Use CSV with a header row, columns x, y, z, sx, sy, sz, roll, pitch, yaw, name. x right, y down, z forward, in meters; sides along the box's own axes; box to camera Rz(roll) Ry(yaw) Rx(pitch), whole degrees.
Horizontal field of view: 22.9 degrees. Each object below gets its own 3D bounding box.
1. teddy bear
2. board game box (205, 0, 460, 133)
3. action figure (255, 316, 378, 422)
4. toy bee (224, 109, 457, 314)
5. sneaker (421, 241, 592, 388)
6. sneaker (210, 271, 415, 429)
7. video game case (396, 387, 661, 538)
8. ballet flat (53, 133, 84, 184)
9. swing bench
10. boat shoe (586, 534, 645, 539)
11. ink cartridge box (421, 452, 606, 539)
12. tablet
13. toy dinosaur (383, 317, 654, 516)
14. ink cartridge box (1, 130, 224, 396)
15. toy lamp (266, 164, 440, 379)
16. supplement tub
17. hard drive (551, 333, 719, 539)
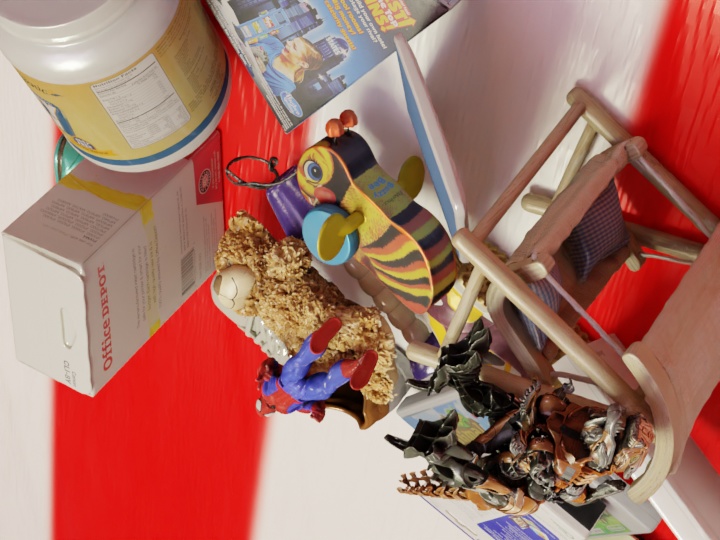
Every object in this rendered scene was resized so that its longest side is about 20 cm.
x,y,z,sx,sy,sz,roll,pitch,yaw,name
-0.047,0.036,1.429,0.200,0.067,0.145,42,161,9,teddy bear
-0.021,-0.216,1.271,0.199,0.062,0.201,-13,116,41,board game box
-0.047,0.088,1.407,0.065,0.052,0.200,37,158,-7,action figure
-0.010,-0.058,1.331,0.199,0.131,0.109,21,132,2,toy bee
0.122,0.069,1.404,0.200,0.075,0.090,51,139,1,sneaker
-0.056,0.065,1.520,0.199,0.085,0.073,29,139,15,sneaker
0.130,0.154,1.440,0.182,0.022,0.200,40,161,-6,video game case
-0.235,-0.039,1.582,0.070,0.068,0.201,16,136,6,ballet flat
0.173,0.013,1.218,0.199,0.199,0.130,31,138,10,swing bench
0.186,0.283,1.547,0.201,0.063,0.074,-46,61,36,boat shoe
0.117,0.183,1.439,0.099,0.039,0.200,39,159,-5,ink cartridge box
0.053,-0.081,1.242,0.200,0.014,0.131,67,-176,-80,tablet
0.093,0.122,1.158,0.136,0.102,0.200,39,120,-23,toy dinosaur
-0.199,-0.019,1.467,0.083,0.200,0.146,22,135,20,ink cartridge box
0.000,0.000,1.443,0.200,0.058,0.058,49,138,-8,toy lamp
-0.187,-0.178,1.318,0.144,0.145,0.200,20,161,22,supplement tub
0.223,0.138,1.307,0.027,0.132,0.200,-40,79,19,hard drive
